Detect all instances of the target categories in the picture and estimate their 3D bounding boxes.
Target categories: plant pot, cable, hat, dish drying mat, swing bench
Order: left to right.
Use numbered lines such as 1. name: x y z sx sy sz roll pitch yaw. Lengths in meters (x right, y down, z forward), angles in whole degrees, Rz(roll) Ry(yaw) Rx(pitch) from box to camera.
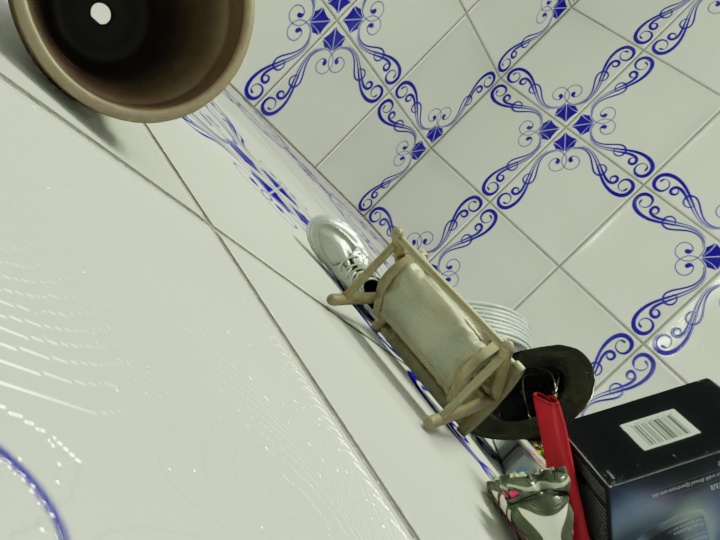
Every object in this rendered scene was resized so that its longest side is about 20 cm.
1. plant pot: -0.214 -0.237 0.659 0.200 0.201 0.174 43 -12 -29
2. swing bench: 0.089 0.081 0.900 0.199 0.130 0.200 48 5 23
3. cable: 0.183 0.112 1.193 0.199 0.198 0.070 37 53 -45
4. hat: 0.248 0.196 1.064 0.082 0.199 0.201 62 -3 -29
5. dish drying mat: 0.224 0.237 0.804 0.077 0.018 0.203 166 -87 -87

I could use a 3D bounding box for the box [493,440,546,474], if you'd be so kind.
1. box: 0.268 0.314 1.090 0.156 0.041 0.200 47 4 3

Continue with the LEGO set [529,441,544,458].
1. LEGO set: 0.303 0.230 1.322 0.152 0.117 0.200 10 22 -15

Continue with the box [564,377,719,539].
1. box: 0.341 0.258 0.823 0.123 0.197 0.201 -122 -161 -65

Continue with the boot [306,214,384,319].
1. boot: 0.000 0.000 1.082 0.200 0.074 0.096 47 -2 -12

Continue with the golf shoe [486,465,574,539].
1. golf shoe: 0.172 0.246 0.741 0.200 0.076 0.089 58 21 -73
